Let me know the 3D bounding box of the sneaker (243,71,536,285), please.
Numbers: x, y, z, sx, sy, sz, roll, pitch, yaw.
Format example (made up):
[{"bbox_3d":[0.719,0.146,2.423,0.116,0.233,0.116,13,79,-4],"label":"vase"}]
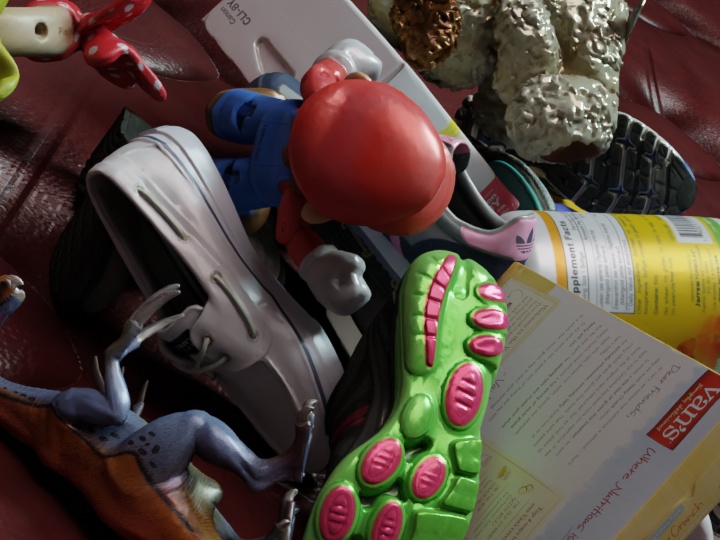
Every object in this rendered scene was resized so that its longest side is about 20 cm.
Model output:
[{"bbox_3d":[0.020,-0.060,1.156,0.200,0.082,0.070,44,26,14],"label":"sneaker"}]

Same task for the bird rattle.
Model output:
[{"bbox_3d":[-0.214,-0.144,1.177,0.162,0.113,0.200,8,20,35],"label":"bird rattle"}]

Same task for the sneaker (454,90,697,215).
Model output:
[{"bbox_3d":[0.168,-0.086,1.517,0.199,0.079,0.089,23,9,35],"label":"sneaker"}]

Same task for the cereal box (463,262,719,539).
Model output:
[{"bbox_3d":[0.091,0.086,1.003,0.040,0.144,0.200,49,-9,-34],"label":"cereal box"}]

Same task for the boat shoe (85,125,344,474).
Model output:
[{"bbox_3d":[-0.078,0.025,1.042,0.067,0.073,0.201,-29,85,-42],"label":"boat shoe"}]

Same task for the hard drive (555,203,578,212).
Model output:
[{"bbox_3d":[0.172,0.033,1.397,0.131,0.025,0.200,27,31,0],"label":"hard drive"}]

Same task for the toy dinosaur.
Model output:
[{"bbox_3d":[-0.113,0.072,0.914,0.180,0.105,0.200,11,35,2],"label":"toy dinosaur"}]

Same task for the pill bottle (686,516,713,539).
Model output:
[{"bbox_3d":[0.112,0.099,1.113,0.111,0.111,0.200,23,24,-23],"label":"pill bottle"}]

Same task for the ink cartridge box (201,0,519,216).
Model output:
[{"bbox_3d":[0.003,-0.101,1.329,0.145,0.083,0.200,50,3,35],"label":"ink cartridge box"}]

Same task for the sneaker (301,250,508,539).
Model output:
[{"bbox_3d":[0.018,0.088,0.991,0.076,0.084,0.201,29,61,-9],"label":"sneaker"}]

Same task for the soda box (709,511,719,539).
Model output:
[{"bbox_3d":[0.192,0.151,1.176,0.068,0.064,0.200,29,23,-9],"label":"soda box"}]

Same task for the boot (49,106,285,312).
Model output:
[{"bbox_3d":[-0.097,-0.015,1.144,0.130,0.068,0.200,33,23,-14],"label":"boot"}]

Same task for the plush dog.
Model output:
[{"bbox_3d":[0.088,-0.167,1.372,0.171,0.161,0.200,15,8,-9],"label":"plush dog"}]

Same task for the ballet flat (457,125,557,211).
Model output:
[{"bbox_3d":[0.093,-0.055,1.438,0.072,0.072,0.200,12,19,-41],"label":"ballet flat"}]

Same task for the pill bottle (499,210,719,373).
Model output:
[{"bbox_3d":[0.133,0.020,1.260,0.199,0.112,0.111,2,31,-14],"label":"pill bottle"}]

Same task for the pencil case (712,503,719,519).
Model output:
[{"bbox_3d":[0.257,0.050,1.123,0.078,0.200,0.090,37,16,-18],"label":"pencil case"}]

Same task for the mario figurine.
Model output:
[{"bbox_3d":[-0.010,-0.050,1.063,0.106,0.124,0.200,-22,15,-25],"label":"mario figurine"}]

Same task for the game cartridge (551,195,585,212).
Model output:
[{"bbox_3d":[0.185,-0.004,1.544,0.176,0.033,0.199,45,28,28],"label":"game cartridge"}]

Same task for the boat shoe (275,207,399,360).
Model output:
[{"bbox_3d":[0.000,0.000,1.208,0.202,0.060,0.072,62,-1,44],"label":"boat shoe"}]
